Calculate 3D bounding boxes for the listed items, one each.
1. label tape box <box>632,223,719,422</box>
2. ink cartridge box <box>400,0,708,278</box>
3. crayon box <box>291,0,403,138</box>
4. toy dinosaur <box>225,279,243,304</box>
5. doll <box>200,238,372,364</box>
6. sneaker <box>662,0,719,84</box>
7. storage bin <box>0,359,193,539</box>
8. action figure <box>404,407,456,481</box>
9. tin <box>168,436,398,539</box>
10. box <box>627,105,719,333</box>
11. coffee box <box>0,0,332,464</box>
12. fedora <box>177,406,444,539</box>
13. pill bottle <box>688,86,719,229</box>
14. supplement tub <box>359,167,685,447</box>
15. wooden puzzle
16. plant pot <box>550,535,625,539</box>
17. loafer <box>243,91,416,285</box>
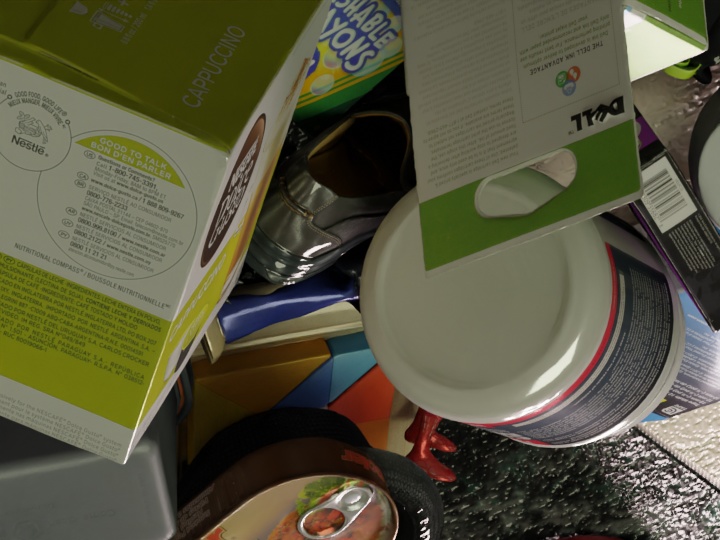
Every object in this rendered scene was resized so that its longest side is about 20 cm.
[{"bbox_3d":[0.193,0.030,1.870,0.143,0.066,0.200,24,149,-36],"label":"label tape box"},{"bbox_3d":[0.099,-0.100,1.524,0.148,0.201,0.076,-21,153,37],"label":"ink cartridge box"},{"bbox_3d":[0.008,-0.175,1.618,0.200,0.052,0.126,-42,144,8],"label":"crayon box"},{"bbox_3d":[-0.118,-0.017,1.696,0.199,0.088,0.048,-9,121,-17],"label":"toy dinosaur"},{"bbox_3d":[0.000,0.000,1.739,0.200,0.049,0.136,-21,177,-7],"label":"doll"},{"bbox_3d":[0.240,-0.160,1.701,0.200,0.083,0.072,-28,163,-24],"label":"sneaker"},{"bbox_3d":[-0.192,0.090,1.701,0.199,0.134,0.146,-11,130,-2],"label":"storage bin"},{"bbox_3d":[0.074,0.029,1.822,0.052,0.065,0.200,16,114,1],"label":"action figure"},{"bbox_3d":[-0.068,0.169,1.734,0.200,0.042,0.112,-39,138,21],"label":"tin"},{"bbox_3d":[0.147,-0.074,1.686,0.036,0.200,0.143,-34,134,3],"label":"box"},{"bbox_3d":[-0.152,-0.063,1.491,0.200,0.200,0.198,23,122,3],"label":"coffee box"},{"bbox_3d":[-0.052,0.149,1.816,0.200,0.092,0.201,-10,137,-9],"label":"fedora"},{"bbox_3d":[0.249,-0.069,1.723,0.110,0.200,0.111,3,101,14],"label":"pill bottle"},{"bbox_3d":[0.095,0.024,1.650,0.140,0.140,0.200,-39,159,11],"label":"supplement tub"},{"bbox_3d":[-0.047,0.092,1.852,0.185,0.037,0.200,-10,130,-15],"label":"wooden puzzle"},{"bbox_3d":[0.158,0.310,2.025,0.200,0.183,0.201,-13,133,-15],"label":"plant pot"},{"bbox_3d":[0.011,-0.059,1.668,0.200,0.073,0.072,-40,174,-47],"label":"loafer"}]
